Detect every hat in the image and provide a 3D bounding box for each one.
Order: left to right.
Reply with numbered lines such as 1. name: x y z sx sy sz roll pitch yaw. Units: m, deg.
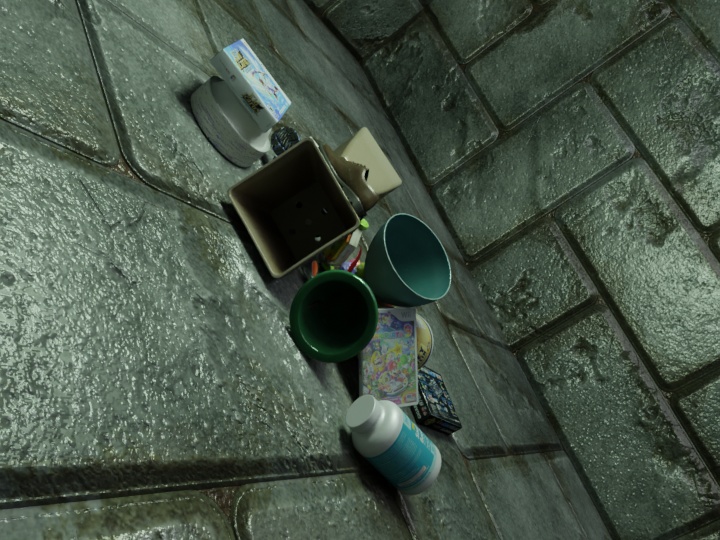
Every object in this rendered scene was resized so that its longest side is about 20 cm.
1. hat: -0.037 0.074 1.297 0.167 0.199 0.176 53 4 -1

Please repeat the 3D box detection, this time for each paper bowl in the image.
1. paper bowl: -0.276 -0.343 1.455 0.201 0.103 0.202 50 17 -21

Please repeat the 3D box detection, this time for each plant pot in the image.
1. plant pot: -0.121 -0.115 1.332 0.202 0.198 0.177 59 3 7
2. plant pot: -0.029 -0.258 1.865 0.201 0.198 0.177 54 28 -7
3. plant pot: 0.083 -0.002 1.421 0.198 0.134 0.204 25 49 -32

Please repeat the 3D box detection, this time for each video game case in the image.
1. video game case: -0.236 -0.413 1.434 0.182 0.045 0.201 51 18 -19
2. video game case: 0.058 0.180 1.335 0.141 0.018 0.205 0 88 -33

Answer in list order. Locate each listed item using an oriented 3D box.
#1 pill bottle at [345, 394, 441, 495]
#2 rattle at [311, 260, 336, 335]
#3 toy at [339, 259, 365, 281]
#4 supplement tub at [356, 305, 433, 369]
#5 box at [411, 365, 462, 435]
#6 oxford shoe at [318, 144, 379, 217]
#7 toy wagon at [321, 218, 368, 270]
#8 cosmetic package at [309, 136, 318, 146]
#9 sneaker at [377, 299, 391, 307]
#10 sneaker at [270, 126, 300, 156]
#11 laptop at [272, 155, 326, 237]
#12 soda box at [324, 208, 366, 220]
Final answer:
1. pill bottle: 0.058 0.320 1.212 0.201 0.110 0.112 49 19 -26
2. rattle: -0.085 0.085 1.365 0.200 0.142 0.131 46 -19 17
3. toy: 0.000 0.000 1.502 0.198 0.114 0.048 -3 101 -48
4. supplement tub: 0.073 0.159 1.479 0.199 0.143 0.146 20 40 -63
5. box: 0.176 0.321 1.649 0.199 0.046 0.161 34 29 -53
6. oxford shoe: -0.026 -0.201 1.385 0.201 0.083 0.073 55 -11 25
7. toy wagon: -0.047 -0.097 1.573 0.039 0.156 0.202 26 31 -27
8. cosmetic package: -0.112 -0.235 1.710 0.201 0.070 0.102 51 50 -22
9. sneaker: 0.019 0.060 1.495 0.197 0.090 0.080 -7 79 -36
10. sneaker: -0.156 -0.266 1.586 0.202 0.074 0.079 57 -6 20
11. laptop: -0.130 -0.186 1.562 0.188 0.198 0.117 48 61 -25
12. soda box: -0.074 -0.184 1.476 0.201 0.071 0.063 49 -1 13
